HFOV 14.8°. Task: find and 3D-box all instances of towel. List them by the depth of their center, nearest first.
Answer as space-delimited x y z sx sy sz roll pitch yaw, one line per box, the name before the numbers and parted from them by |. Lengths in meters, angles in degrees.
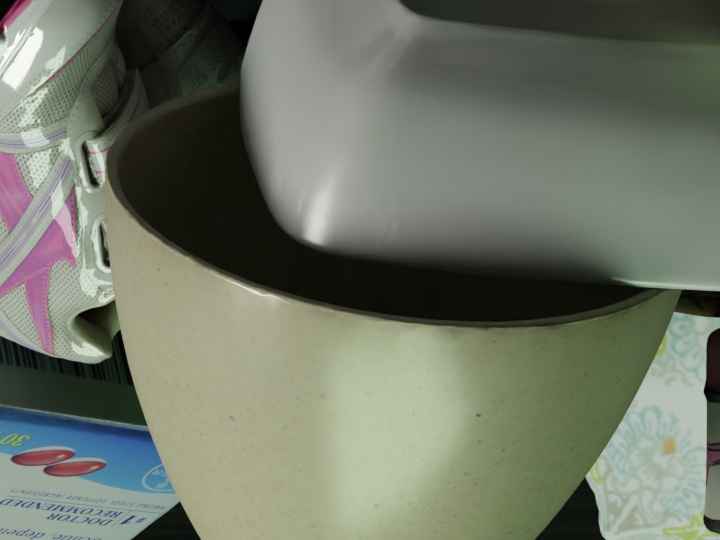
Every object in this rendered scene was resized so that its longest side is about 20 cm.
towel | 0.164 0.030 1.262 0.171 0.201 0.048 -9 -165 38

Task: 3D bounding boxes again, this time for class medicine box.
medicine box | -0.186 0.070 1.189 0.182 0.103 0.200 12 141 -41

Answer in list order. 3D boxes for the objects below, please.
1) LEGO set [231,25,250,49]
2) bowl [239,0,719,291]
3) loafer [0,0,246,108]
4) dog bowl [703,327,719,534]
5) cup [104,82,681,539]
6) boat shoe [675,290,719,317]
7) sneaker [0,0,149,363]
LEGO set | 0.000 0.000 1.127 0.116 0.201 0.154 4 158 -29
bowl | 0.062 -0.069 0.946 0.199 0.075 0.200 5 -157 -9
loafer | -0.129 -0.077 1.101 0.200 0.070 0.070 -15 122 41
dog bowl | 0.217 0.039 1.031 0.200 0.074 0.200 -13 180 0
cup | 0.004 0.036 0.957 0.200 0.144 0.200 7 -155 -3
boat shoe | 0.175 -0.023 1.054 0.200 0.072 0.076 0 -167 34
sneaker | -0.103 -0.041 1.018 0.088 0.081 0.200 25 140 4
